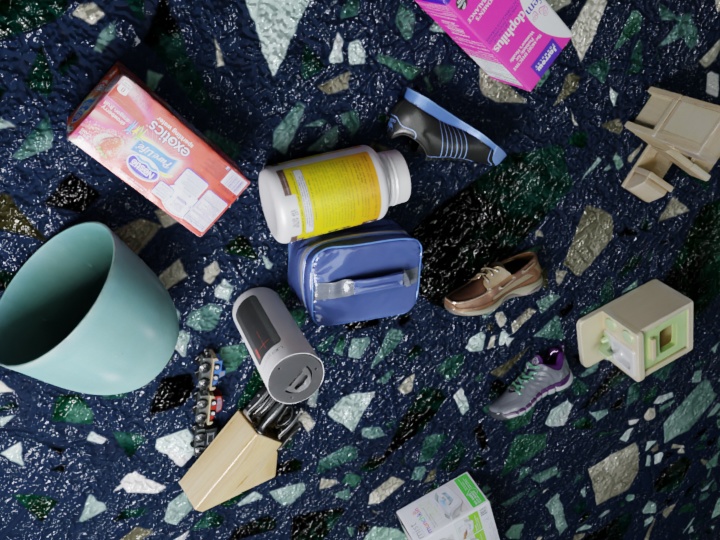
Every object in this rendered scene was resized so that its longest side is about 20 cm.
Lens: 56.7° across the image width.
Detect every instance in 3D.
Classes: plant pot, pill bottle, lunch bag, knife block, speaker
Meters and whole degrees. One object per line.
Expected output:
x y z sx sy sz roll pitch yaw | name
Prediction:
-0.331 0.065 0.849 0.201 0.201 0.161 -42 136 0 | plant pot
-0.034 -0.112 0.937 0.200 0.109 0.110 -15 121 -16 | pill bottle
0.000 0.000 0.998 0.199 0.132 0.136 -9 119 -20 | lunch bag
-0.188 0.271 1.071 0.200 0.064 0.176 -17 129 -34 | knife block
-0.121 0.102 0.953 0.081 0.200 0.081 -11 119 -20 | speaker

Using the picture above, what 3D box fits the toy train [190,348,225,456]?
-0.240 0.210 1.056 0.046 0.034 0.200 -4 118 -27 | toy train

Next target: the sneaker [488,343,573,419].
0.326 0.215 1.310 0.200 0.074 0.088 -24 110 -23 | sneaker

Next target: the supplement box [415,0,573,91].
0.181 -0.352 0.916 0.200 0.103 0.101 31 99 -35 | supplement box

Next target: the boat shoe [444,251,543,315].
0.228 0.018 1.154 0.200 0.076 0.072 -21 119 -24 | boat shoe

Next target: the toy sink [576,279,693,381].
0.552 0.131 1.334 0.200 0.112 0.131 -25 123 -11 | toy sink

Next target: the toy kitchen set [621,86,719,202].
0.561 -0.178 1.134 0.200 0.180 0.163 23 105 -28 | toy kitchen set

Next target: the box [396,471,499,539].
0.192 0.556 1.400 0.176 0.097 0.200 -26 124 -9 | box

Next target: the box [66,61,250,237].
-0.248 -0.148 0.827 0.100 0.095 0.200 -47 125 4 | box

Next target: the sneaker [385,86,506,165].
0.127 -0.194 0.998 0.200 0.070 0.078 25 108 -27 | sneaker
